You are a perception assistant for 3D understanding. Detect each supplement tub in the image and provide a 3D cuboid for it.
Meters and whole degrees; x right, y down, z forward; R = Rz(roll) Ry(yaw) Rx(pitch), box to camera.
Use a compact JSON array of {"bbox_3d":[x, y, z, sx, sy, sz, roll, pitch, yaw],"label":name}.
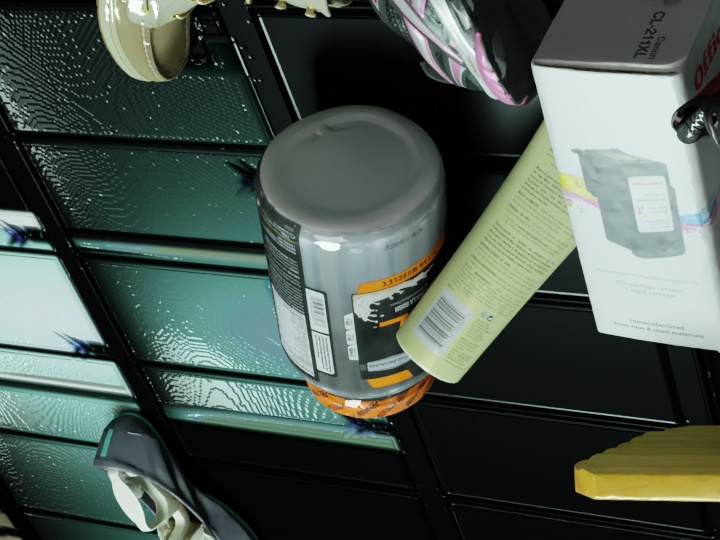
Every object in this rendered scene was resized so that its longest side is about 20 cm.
[{"bbox_3d":[0.000,0.000,1.224,0.122,0.123,0.201,14,142,18],"label":"supplement tub"}]

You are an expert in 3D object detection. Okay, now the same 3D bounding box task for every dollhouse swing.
[{"bbox_3d":[0.237,0.051,1.043,0.175,0.200,0.183,15,102,29],"label":"dollhouse swing"}]

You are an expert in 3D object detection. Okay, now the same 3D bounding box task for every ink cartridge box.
[{"bbox_3d":[0.171,-0.080,1.001,0.082,0.146,0.201,7,138,28],"label":"ink cartridge box"}]

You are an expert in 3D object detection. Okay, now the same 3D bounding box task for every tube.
[{"bbox_3d":[0.100,-0.019,1.143,0.058,0.052,0.200,15,118,-48],"label":"tube"}]

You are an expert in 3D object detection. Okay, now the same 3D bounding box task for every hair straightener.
[{"bbox_3d":[0.210,-0.091,0.901,0.077,0.200,0.041,16,114,24],"label":"hair straightener"}]

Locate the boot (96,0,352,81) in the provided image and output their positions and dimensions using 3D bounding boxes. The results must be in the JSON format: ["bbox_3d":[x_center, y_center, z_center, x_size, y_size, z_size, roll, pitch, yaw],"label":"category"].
[{"bbox_3d":[-0.078,-0.176,1.111,0.154,0.072,0.200,16,141,12],"label":"boot"}]

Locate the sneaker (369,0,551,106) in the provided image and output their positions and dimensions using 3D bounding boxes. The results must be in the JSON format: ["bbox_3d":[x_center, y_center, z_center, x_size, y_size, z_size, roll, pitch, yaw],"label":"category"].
[{"bbox_3d":[0.032,-0.174,1.040,0.086,0.080,0.201,7,134,42],"label":"sneaker"}]

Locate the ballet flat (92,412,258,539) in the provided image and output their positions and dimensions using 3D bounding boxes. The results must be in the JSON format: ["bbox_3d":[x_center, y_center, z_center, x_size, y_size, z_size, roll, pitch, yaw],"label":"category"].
[{"bbox_3d":[-0.166,0.211,1.623,0.073,0.073,0.200,-11,129,40],"label":"ballet flat"}]
